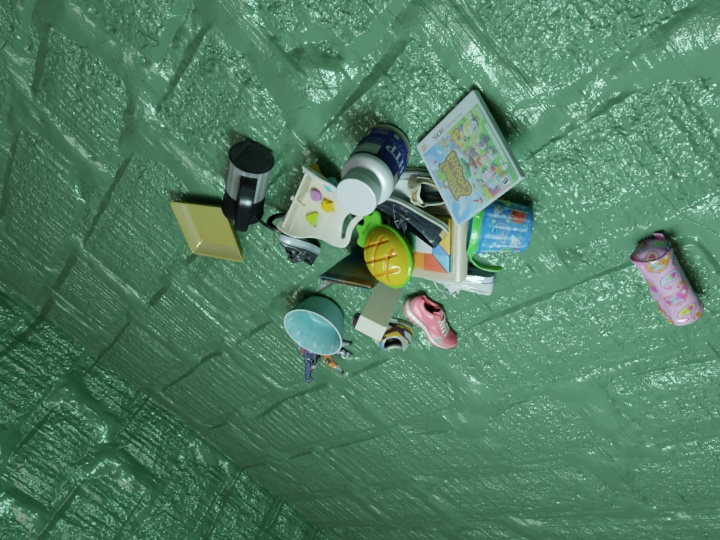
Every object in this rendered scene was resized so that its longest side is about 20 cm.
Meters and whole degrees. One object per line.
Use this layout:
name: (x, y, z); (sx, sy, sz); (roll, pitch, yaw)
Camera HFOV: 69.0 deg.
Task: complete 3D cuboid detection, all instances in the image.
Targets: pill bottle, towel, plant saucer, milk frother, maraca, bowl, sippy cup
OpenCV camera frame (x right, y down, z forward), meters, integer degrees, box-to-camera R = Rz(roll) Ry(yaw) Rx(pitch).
pill bottle: (0.026, -0.212, 1.121); (0.118, 0.201, 0.121); (15, 138, 15)
towel: (0.000, 0.000, 1.349); (0.144, 0.200, 0.022); (10, 113, 21)
plant saucer: (-0.454, -0.129, 1.587); (0.196, 0.049, 0.202); (9, 134, 21)
milk frother: (-0.247, -0.201, 1.357); (0.197, 0.183, 0.189); (-7, 147, -26)
maraca: (0.055, -0.050, 1.249); (0.201, 0.106, 0.138); (54, 133, 22)
bowl: (-0.129, 0.159, 1.641); (0.198, 0.106, 0.203); (16, 137, 16)
sippy cup: (0.302, -0.096, 1.140); (0.128, 0.141, 0.179); (8, 145, 7)

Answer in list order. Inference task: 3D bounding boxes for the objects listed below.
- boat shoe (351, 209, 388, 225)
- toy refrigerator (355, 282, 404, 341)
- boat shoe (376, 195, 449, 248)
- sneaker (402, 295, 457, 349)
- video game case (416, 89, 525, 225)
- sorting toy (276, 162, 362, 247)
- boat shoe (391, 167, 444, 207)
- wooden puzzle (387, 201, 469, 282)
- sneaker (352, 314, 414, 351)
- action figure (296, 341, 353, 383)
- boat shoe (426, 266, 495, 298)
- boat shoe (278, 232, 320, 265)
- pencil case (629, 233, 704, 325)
boat shoe: (0.046, -0.085, 1.333); (0.199, 0.067, 0.074); (46, 136, -17)
toy refrigerator: (0.059, 0.082, 1.388); (0.075, 0.201, 0.070); (25, 139, 3)
boat shoe: (0.107, -0.116, 1.209); (0.198, 0.063, 0.075); (30, 174, 15)
sneaker: (0.209, 0.145, 1.461); (0.200, 0.074, 0.087); (41, 136, -12)
video game case: (0.214, -0.222, 1.059); (0.182, 0.022, 0.203); (-38, 72, 46)
sorting toy: (-0.085, -0.147, 1.291); (0.179, 0.107, 0.201); (36, 131, 3)
boat shoe: (0.136, -0.186, 1.184); (0.197, 0.069, 0.075); (-1, 130, 30)
wooden puzzle: (0.159, -0.069, 1.260); (0.196, 0.037, 0.189); (6, 109, 22)
sneaker: (0.058, 0.187, 1.574); (0.197, 0.091, 0.076); (6, 134, 24)
action figure: (-0.130, 0.289, 1.774); (0.191, 0.104, 0.203); (20, 113, 17)
boat shoe: (0.238, 0.033, 1.332); (0.198, 0.075, 0.088); (6, 117, 15)
boat shoe: (-0.168, -0.050, 1.407); (0.069, 0.067, 0.200); (20, 179, 16)
pencil case: (0.641, 0.021, 1.094); (0.087, 0.088, 0.201); (-20, 118, 41)
